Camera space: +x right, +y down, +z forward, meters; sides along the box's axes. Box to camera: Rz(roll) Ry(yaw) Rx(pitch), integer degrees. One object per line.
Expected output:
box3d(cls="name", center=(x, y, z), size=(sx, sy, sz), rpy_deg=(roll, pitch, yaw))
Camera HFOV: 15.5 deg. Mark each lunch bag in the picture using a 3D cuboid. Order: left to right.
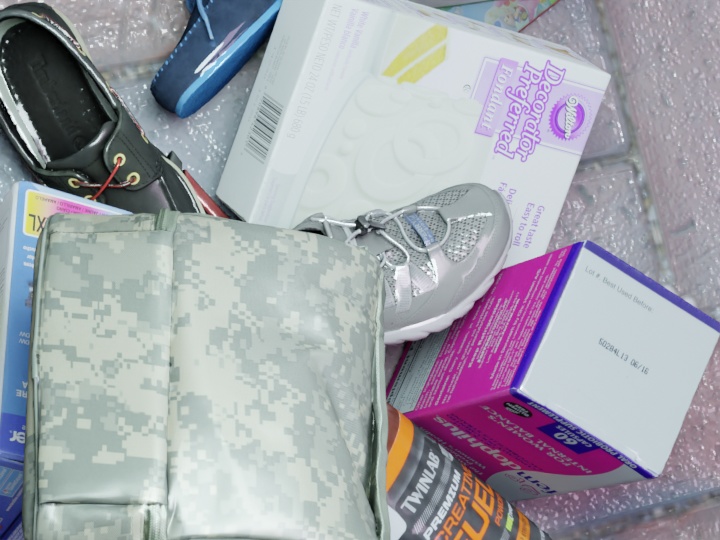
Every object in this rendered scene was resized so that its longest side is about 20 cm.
box3d(cls="lunch bag", center=(-0.068, 0.077, 1.262), size=(0.168, 0.139, 0.200), rpy_deg=(-2, 58, 2))

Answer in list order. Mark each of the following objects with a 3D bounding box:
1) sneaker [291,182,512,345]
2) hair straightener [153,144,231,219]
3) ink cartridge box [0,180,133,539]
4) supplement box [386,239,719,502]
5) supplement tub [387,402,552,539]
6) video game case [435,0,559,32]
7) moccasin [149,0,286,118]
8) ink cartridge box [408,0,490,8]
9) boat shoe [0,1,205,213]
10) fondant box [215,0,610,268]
box3d(cls="sneaker", center=(0.000, 0.000, 1.490), size=(0.200, 0.082, 0.075), rpy_deg=(-29, 50, -17))
box3d(cls="hair straightener", center=(-0.090, 0.002, 1.547), size=(0.077, 0.041, 0.200), rpy_deg=(-43, 99, -25))
box3d(cls="ink cartridge box", center=(-0.179, 0.076, 1.408), size=(0.076, 0.136, 0.200), rpy_deg=(16, 54, -20))
box3d(cls="supplement box", center=(0.103, 0.063, 1.537), size=(0.101, 0.200, 0.103), rpy_deg=(31, 71, -16))
box3d(cls="supplement tub", center=(0.019, 0.146, 1.531), size=(0.200, 0.107, 0.107), rpy_deg=(40, 67, -16))
box3d(cls="video game case", center=(0.065, -0.213, 1.670), size=(0.200, 0.017, 0.143), rpy_deg=(-39, 98, -25))
box3d(cls="moccasin", center=(-0.070, -0.176, 1.572), size=(0.068, 0.080, 0.200), rpy_deg=(37, 64, -1))
box3d(cls="ink cartridge box", center=(0.098, -0.197, 1.560), size=(0.145, 0.200, 0.048), rpy_deg=(-10, 85, -26))
box3d(cls="boat shoe", center=(-0.153, -0.061, 1.504), size=(0.074, 0.063, 0.201), rpy_deg=(-32, 92, 10))
box3d(cls="fondant box", center=(0.032, -0.080, 1.566), size=(0.200, 0.058, 0.144), rpy_deg=(13, 104, -30))
